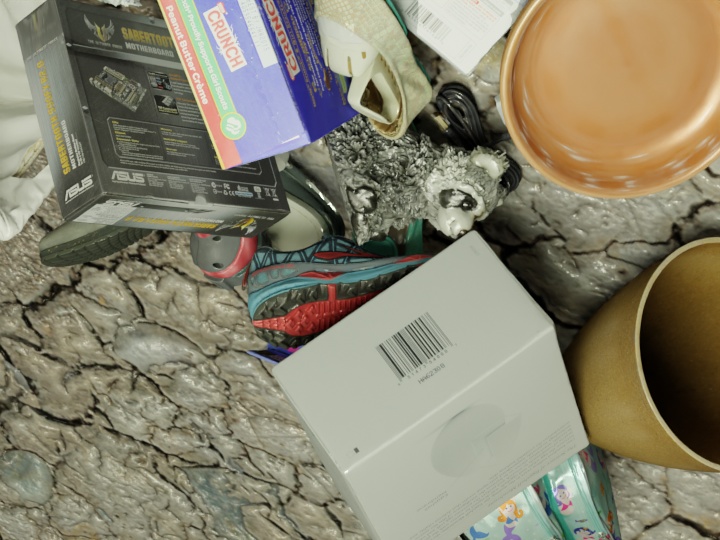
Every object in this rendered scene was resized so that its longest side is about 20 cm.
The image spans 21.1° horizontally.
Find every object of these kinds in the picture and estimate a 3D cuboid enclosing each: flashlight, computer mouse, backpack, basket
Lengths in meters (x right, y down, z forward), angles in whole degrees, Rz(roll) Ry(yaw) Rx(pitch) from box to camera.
[{"bbox_3d":[-0.139,-0.045,1.576,0.067,0.068,0.200,-11,158,19],"label":"flashlight"},{"bbox_3d":[0.148,-0.124,1.530,0.199,0.044,0.110,-17,117,48],"label":"computer mouse"},{"bbox_3d":[0.141,0.183,1.728,0.150,0.179,0.200,-26,138,18],"label":"backpack"},{"bbox_3d":[-0.352,-0.161,1.668,0.159,0.199,0.201,0,134,33],"label":"basket"}]

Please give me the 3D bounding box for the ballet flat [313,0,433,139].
[{"bbox_3d":[0.006,-0.158,1.440,0.067,0.063,0.200,23,166,30],"label":"ballet flat"}]

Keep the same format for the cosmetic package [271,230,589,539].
[{"bbox_3d":[0.061,0.110,1.554,0.123,0.198,0.201,51,171,35],"label":"cosmetic package"}]

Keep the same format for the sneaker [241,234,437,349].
[{"bbox_3d":[0.000,0.000,1.585,0.198,0.096,0.080,-4,133,-18],"label":"sneaker"}]

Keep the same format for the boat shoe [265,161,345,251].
[{"bbox_3d":[-0.094,-0.079,1.698,0.200,0.062,0.073,40,118,17],"label":"boat shoe"}]

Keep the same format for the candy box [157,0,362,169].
[{"bbox_3d":[-0.075,-0.175,1.426,0.076,0.200,0.171,-18,97,14],"label":"candy box"}]

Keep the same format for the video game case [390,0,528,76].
[{"bbox_3d":[0.059,-0.269,1.392,0.199,0.046,0.181,38,125,-10],"label":"video game case"}]

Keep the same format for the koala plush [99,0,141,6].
[{"bbox_3d":[-0.199,-0.277,1.449,0.176,0.201,0.185,16,139,14],"label":"koala plush"}]

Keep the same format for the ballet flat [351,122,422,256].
[{"bbox_3d":[0.025,-0.042,1.654,0.067,0.070,0.203,5,102,16],"label":"ballet flat"}]

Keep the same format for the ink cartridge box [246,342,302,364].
[{"bbox_3d":[0.003,0.069,1.701,0.118,0.199,0.042,20,103,30],"label":"ink cartridge box"}]

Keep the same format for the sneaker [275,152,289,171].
[{"bbox_3d":[-0.148,-0.152,1.601,0.198,0.148,0.081,-2,162,10],"label":"sneaker"}]

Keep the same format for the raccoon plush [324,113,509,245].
[{"bbox_3d":[0.038,-0.113,1.557,0.133,0.202,0.097,-18,172,-2],"label":"raccoon plush"}]

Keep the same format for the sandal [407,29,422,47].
[{"bbox_3d":[0.021,-0.197,1.514,0.199,0.058,0.080,-9,127,37],"label":"sandal"}]

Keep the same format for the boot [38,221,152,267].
[{"bbox_3d":[-0.207,-0.097,1.666,0.132,0.199,0.068,62,-177,9],"label":"boot"}]

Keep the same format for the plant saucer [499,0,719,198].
[{"bbox_3d":[0.197,-0.149,1.414,0.198,0.038,0.202,-3,120,-6],"label":"plant saucer"}]

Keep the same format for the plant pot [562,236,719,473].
[{"bbox_3d":[0.250,0.087,1.603,0.186,0.187,0.200,40,153,-13],"label":"plant pot"}]

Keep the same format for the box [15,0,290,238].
[{"bbox_3d":[-0.153,-0.110,1.440,0.048,0.199,0.160,-30,69,35],"label":"box"}]
